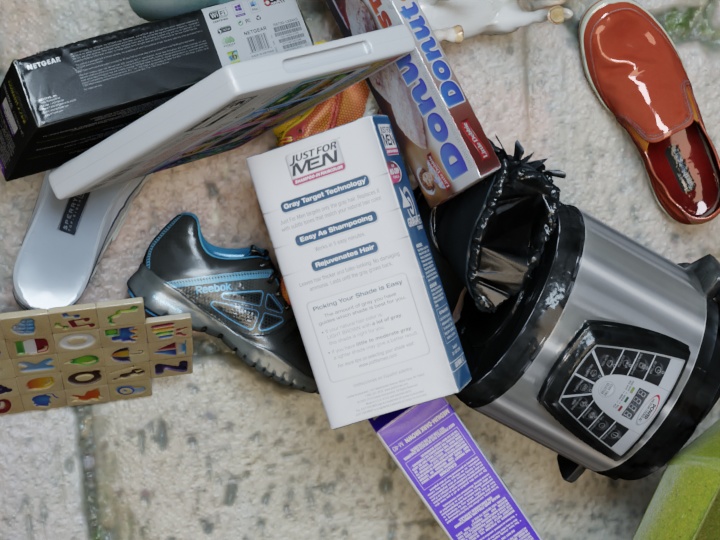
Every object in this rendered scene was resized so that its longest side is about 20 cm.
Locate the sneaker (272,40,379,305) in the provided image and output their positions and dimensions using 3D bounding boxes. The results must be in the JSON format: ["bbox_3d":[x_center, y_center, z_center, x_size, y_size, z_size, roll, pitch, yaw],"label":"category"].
[{"bbox_3d":[-0.036,-0.073,1.219,0.077,0.073,0.201,13,84,-9],"label":"sneaker"}]

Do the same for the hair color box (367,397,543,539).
[{"bbox_3d":[0.079,0.171,1.276,0.065,0.109,0.201,-33,106,-2],"label":"hair color box"}]

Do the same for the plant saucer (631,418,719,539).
[{"bbox_3d":[0.258,0.202,1.283,0.048,0.200,0.201,29,110,22],"label":"plant saucer"}]

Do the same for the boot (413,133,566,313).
[{"bbox_3d":[0.077,-0.009,1.205,0.073,0.162,0.199,18,101,-19],"label":"boot"}]

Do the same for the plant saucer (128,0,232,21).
[{"bbox_3d":[-0.067,-0.228,1.085,0.201,0.201,0.039,-42,76,2],"label":"plant saucer"}]

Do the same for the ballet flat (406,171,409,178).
[{"bbox_3d":[0.001,0.011,1.221,0.046,0.067,0.201,13,80,-23],"label":"ballet flat"}]

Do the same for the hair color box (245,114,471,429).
[{"bbox_3d":[0.000,0.000,1.146,0.099,0.061,0.201,-17,92,15],"label":"hair color box"}]

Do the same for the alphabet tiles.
[{"bbox_3d":[-0.222,0.066,1.192,0.199,0.167,0.006,-7,64,-8],"label":"alphabet tiles"}]

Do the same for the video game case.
[{"bbox_3d":[-0.087,-0.107,1.097,0.182,0.199,0.024,-23,89,-48],"label":"video game case"}]

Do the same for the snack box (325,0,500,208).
[{"bbox_3d":[0.029,-0.147,1.142,0.024,0.072,0.201,-25,87,-32],"label":"snack box"}]

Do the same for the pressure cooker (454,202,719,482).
[{"bbox_3d":[0.187,0.059,1.235,0.199,0.176,0.179,28,64,-15],"label":"pressure cooker"}]

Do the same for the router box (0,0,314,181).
[{"bbox_3d":[-0.148,-0.126,1.109,0.199,0.149,0.051,-19,87,-23],"label":"router box"}]

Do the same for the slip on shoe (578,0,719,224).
[{"bbox_3d":[0.232,-0.123,1.258,0.074,0.061,0.201,-28,105,0],"label":"slip on shoe"}]

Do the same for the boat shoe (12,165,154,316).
[{"bbox_3d":[-0.201,-0.049,1.200,0.074,0.086,0.203,21,70,-9],"label":"boat shoe"}]

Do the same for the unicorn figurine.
[{"bbox_3d":[0.062,-0.196,1.190,0.199,0.137,0.074,8,92,-26],"label":"unicorn figurine"}]

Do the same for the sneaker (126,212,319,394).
[{"bbox_3d":[-0.075,0.030,1.237,0.199,0.073,0.082,29,92,-17],"label":"sneaker"}]
